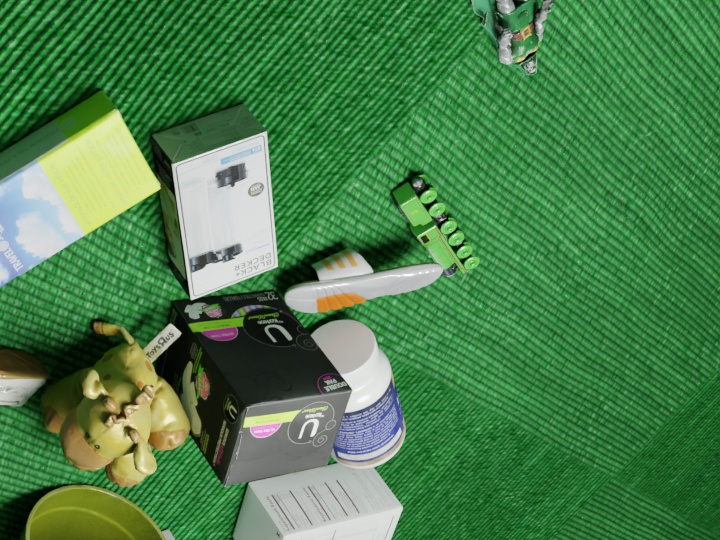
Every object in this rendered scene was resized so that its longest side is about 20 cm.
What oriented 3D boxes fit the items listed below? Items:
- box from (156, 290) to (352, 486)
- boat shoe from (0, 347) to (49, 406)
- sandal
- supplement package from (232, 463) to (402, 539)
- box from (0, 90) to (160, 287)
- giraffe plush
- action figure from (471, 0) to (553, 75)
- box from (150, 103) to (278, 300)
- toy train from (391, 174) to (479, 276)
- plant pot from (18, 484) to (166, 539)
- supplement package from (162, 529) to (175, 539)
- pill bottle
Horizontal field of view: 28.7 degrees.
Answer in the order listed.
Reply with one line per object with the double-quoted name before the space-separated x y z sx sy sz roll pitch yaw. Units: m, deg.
"box" -0.130 0.135 1.671 0.148 0.200 0.124 -6 129 -34
"boat shoe" -0.433 0.121 1.523 0.200 0.071 0.069 14 115 -46
"sandal" -0.001 0.003 1.760 0.206 0.059 0.079 -10 158 -17
"supplement package" -0.061 0.355 1.994 0.200 0.110 0.114 -6 130 -34
"box" -0.318 -0.082 1.447 0.200 0.048 0.122 -33 139 -8
"giraffe plush" -0.272 0.164 1.572 0.172 0.162 0.200 28 104 -8
"action figure" 0.181 -0.299 1.636 0.118 0.055 0.200 -36 144 -10
"box" -0.159 -0.074 1.568 0.117 0.060 0.200 -21 137 -21
"toy train" 0.096 -0.052 1.804 0.056 0.042 0.200 -32 140 5
"plant pot" -0.366 0.406 1.763 0.200 0.200 0.193 8 133 -42
"supplement package" -0.283 0.475 1.927 0.117 0.117 0.200 -21 136 -22
"pill bottle" -0.010 0.162 1.854 0.116 0.116 0.200 -29 139 -13
